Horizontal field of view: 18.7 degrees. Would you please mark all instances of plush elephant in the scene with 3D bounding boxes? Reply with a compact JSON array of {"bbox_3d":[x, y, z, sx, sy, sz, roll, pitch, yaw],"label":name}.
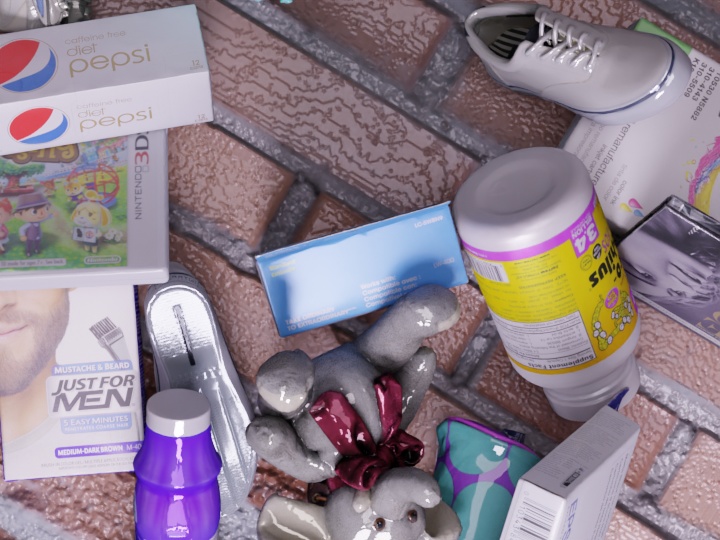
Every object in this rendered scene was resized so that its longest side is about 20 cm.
[{"bbox_3d":[0.002,0.135,1.544,0.165,0.200,0.155,-23,73,-34],"label":"plush elephant"}]

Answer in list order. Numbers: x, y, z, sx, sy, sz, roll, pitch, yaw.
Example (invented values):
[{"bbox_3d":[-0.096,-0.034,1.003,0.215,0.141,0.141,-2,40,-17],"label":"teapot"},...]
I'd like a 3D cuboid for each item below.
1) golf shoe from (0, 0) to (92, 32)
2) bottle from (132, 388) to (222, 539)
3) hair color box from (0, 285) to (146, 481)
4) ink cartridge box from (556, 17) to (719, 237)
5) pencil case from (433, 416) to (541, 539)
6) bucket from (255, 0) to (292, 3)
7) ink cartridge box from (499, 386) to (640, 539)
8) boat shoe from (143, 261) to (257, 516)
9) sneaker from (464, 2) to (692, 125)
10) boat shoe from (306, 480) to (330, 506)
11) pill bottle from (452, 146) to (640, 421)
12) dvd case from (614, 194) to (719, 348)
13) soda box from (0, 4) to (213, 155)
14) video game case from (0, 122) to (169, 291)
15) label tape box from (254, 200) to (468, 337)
[{"bbox_3d":[-0.259,-0.275,1.638,0.097,0.078,0.201,-4,80,20],"label":"golf shoe"},{"bbox_3d":[-0.136,0.185,1.609,0.065,0.084,0.200,1,117,-5],"label":"bottle"},{"bbox_3d":[-0.220,0.054,1.647,0.109,0.065,0.201,-5,89,-2],"label":"hair color box"},{"bbox_3d":[0.255,-0.076,1.646,0.200,0.084,0.145,31,90,-1],"label":"ink cartridge box"},{"bbox_3d":[0.070,0.212,1.647,0.092,0.085,0.200,20,91,36],"label":"pencil case"},{"bbox_3d":[-0.078,-0.294,1.609,0.207,0.135,0.208,0,92,-1],"label":"bucket"},{"bbox_3d":[0.143,0.203,1.563,0.041,0.200,0.200,24,117,19],"label":"ink cartridge box"},{"bbox_3d":[-0.118,0.087,1.649,0.073,0.067,0.200,-6,113,-2],"label":"boat shoe"},{"bbox_3d":[0.150,-0.154,1.588,0.071,0.200,0.073,31,77,-40],"label":"sneaker"},{"bbox_3d":[-0.011,0.194,1.650,0.072,0.072,0.201,10,89,-2],"label":"boat shoe"},{"bbox_3d":[0.144,0.015,1.603,0.104,0.104,0.200,-25,125,-1],"label":"pill bottle"},{"bbox_3d":[0.257,0.012,1.593,0.149,0.200,0.016,30,75,-2],"label":"dvd case"},{"bbox_3d":[-0.212,-0.138,1.614,0.199,0.064,0.068,-10,58,-6],"label":"soda box"},{"bbox_3d":[-0.242,-0.067,1.618,0.199,0.022,0.182,-3,58,-1],"label":"video game case"},{"bbox_3d":[0.000,0.000,1.583,0.144,0.200,0.063,-16,91,-1],"label":"label tape box"}]
